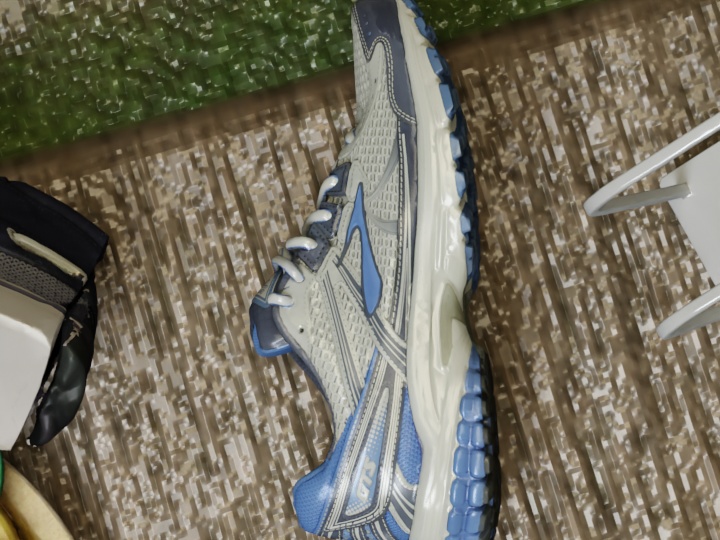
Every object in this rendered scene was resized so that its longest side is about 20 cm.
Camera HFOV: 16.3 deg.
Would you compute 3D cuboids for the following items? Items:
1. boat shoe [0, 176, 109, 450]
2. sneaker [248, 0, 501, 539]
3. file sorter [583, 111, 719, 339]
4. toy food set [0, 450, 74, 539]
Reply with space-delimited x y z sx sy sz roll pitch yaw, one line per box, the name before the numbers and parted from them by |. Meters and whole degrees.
boat shoe | -0.181 -0.008 0.867 0.199 0.093 0.075 24 118 -3
sneaker | 0.000 0.000 0.876 0.085 0.077 0.201 -5 80 5
file sorter | 0.183 0.025 0.814 0.138 0.124 0.201 -33 80 26
toy food set | -0.187 0.141 0.870 0.199 0.049 0.199 -21 81 -1
